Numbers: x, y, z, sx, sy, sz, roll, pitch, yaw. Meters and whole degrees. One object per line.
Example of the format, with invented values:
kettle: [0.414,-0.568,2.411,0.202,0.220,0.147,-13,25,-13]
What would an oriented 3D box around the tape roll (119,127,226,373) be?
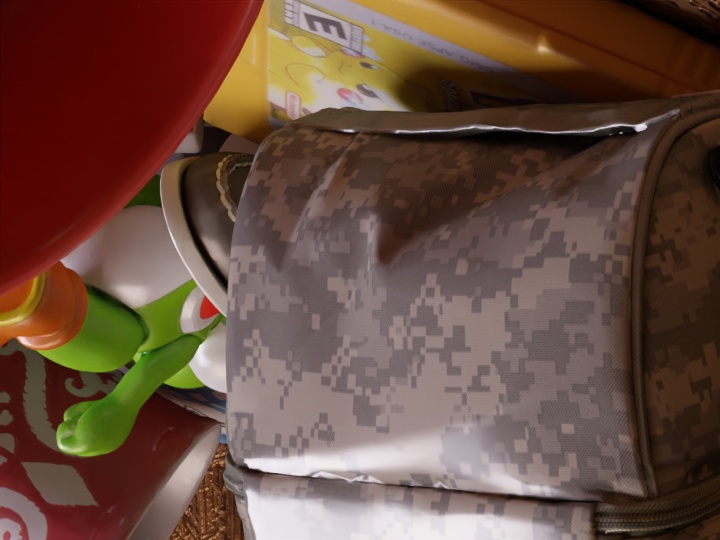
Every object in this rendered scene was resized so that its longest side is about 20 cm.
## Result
tape roll: [-0.164,-0.034,1.348,0.199,0.201,0.066,22,176,24]

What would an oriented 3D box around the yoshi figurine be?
yoshi figurine: [-0.090,0.010,1.088,0.199,0.113,0.112,21,-158,-49]

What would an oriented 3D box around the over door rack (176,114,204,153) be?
over door rack: [-0.152,-0.121,0.998,0.199,0.067,0.148,10,151,13]

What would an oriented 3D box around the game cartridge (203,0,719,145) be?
game cartridge: [0.040,-0.054,0.920,0.199,0.033,0.176,25,161,7]

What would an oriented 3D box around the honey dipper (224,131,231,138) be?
honey dipper: [-0.042,-0.012,1.339,0.038,0.038,0.201,29,-153,-44]

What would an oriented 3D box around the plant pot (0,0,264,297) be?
plant pot: [-0.141,-0.110,0.618,0.177,0.201,0.200,33,-178,40]

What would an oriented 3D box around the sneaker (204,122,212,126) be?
sneaker: [-0.124,-0.125,1.116,0.199,0.071,0.076,24,-161,-8]

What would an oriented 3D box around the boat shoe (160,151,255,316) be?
boat shoe: [0.000,-0.003,1.037,0.060,0.073,0.201,-21,152,26]

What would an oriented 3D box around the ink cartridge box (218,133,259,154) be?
ink cartridge box: [0.029,0.019,1.217,0.200,0.083,0.146,42,150,-21]

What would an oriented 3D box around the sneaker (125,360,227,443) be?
sneaker: [-0.079,0.046,1.282,0.072,0.072,0.200,59,-168,23]

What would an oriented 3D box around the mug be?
mug: [-0.184,0.082,1.221,0.199,0.134,0.178,32,145,5]

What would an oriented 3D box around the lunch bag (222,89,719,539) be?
lunch bag: [0.055,0.030,0.852,0.199,0.169,0.139,3,-161,45]
